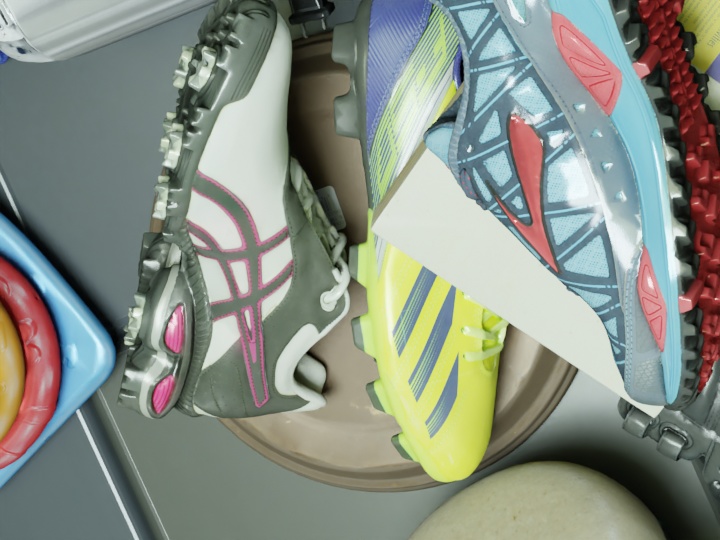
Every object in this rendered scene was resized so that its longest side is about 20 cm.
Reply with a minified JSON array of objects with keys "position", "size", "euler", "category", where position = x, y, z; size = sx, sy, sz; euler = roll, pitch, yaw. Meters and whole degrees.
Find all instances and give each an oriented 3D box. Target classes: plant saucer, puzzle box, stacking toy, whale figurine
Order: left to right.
[{"position":[-0.199,0.052,0.875],"size":[0.110,0.200,0.116],"euler":[47,111,3],"category":"stacking toy"},{"position":[0.000,0.000,0.897],"size":[0.199,0.029,0.201],"euler":[4,103,17],"category":"plant saucer"},{"position":[0.083,0.174,0.834],"size":[0.159,0.201,0.104],"euler":[-32,136,18],"category":"whale figurine"},{"position":[0.112,-0.060,0.774],"size":[0.133,0.025,0.200],"euler":[34,107,-8],"category":"puzzle box"}]

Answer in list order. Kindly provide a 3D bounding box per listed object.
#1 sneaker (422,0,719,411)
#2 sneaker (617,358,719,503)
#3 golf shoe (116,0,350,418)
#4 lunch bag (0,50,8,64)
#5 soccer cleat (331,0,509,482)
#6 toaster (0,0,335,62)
[{"position":[0.073,-0.044,0.741],"size":[0.095,0.079,0.201],"euler":[-6,112,29],"category":"sneaker"},{"position":[0.152,0.085,0.850],"size":[0.099,0.071,0.201],"euler":[5,97,17],"category":"sneaker"},{"position":[-0.041,-0.023,0.838],"size":[0.088,0.077,0.201],"euler":[9,131,-6],"category":"golf shoe"},{"position":[-0.235,-0.169,0.858],"size":[0.123,0.170,0.201],"euler":[-1,103,15],"category":"lunch bag"},{"position":[0.039,-0.014,0.834],"size":[0.083,0.065,0.201],"euler":[-4,100,13],"category":"soccer cleat"},{"position":[-0.100,-0.168,0.848],"size":[0.129,0.114,0.201],"euler":[-21,99,23],"category":"toaster"}]
